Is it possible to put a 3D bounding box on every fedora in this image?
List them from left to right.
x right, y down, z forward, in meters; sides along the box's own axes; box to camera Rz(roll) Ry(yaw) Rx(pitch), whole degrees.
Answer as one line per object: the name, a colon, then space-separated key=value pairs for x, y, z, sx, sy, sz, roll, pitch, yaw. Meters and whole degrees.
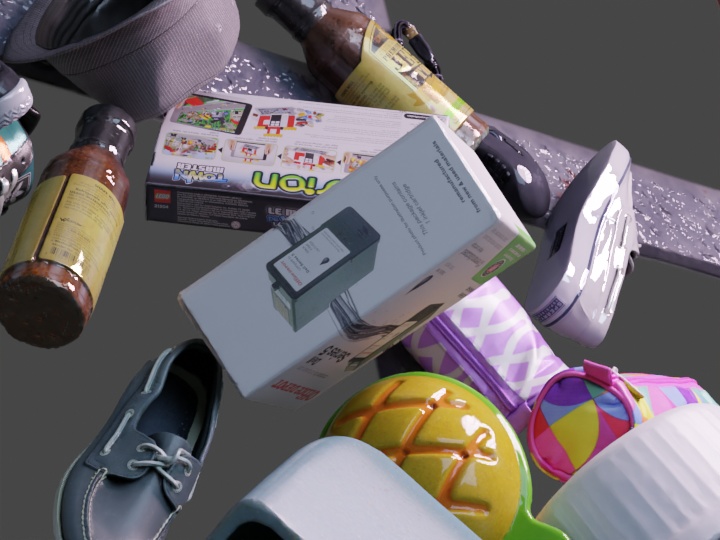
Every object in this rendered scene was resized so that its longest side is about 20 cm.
fedora: x=-0.149 y=-0.165 z=1.838 sx=0.091 sy=0.176 sz=0.200 roll=59 pitch=24 yaw=-25

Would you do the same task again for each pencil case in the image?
pencil case: x=0.059 y=0.028 z=1.860 sx=0.200 sy=0.084 sz=0.085 roll=46 pitch=8 yaw=8
pencil case: x=0.188 y=0.109 z=1.849 sx=0.089 sy=0.088 sz=0.200 roll=56 pitch=18 yaw=19

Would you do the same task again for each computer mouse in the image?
computer mouse: x=0.087 y=-0.122 z=2.077 sx=0.058 sy=0.034 sz=0.200 roll=-17 pitch=65 yaw=-48

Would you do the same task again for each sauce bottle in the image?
sauce bottle: x=-0.184 y=-0.034 z=1.725 sx=0.066 sy=0.066 sz=0.200 roll=32 pitch=39 yaw=-13
sauce bottle: x=0.006 y=-0.149 z=2.008 sx=0.200 sy=0.065 sz=0.065 roll=42 pitch=37 yaw=-1

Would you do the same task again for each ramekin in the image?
ramekin: x=0.197 y=0.179 z=1.746 sx=0.200 sy=0.201 sz=0.098 roll=-11 pitch=53 yaw=-46

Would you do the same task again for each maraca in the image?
maraca: x=0.049 y=0.151 z=1.698 sx=0.200 sy=0.137 sz=0.107 roll=55 pitch=0 yaw=29

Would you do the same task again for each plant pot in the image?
plant pot: x=-0.014 y=0.211 z=1.538 sx=0.196 sy=0.197 sz=0.200 roll=40 pitch=27 yaw=-1

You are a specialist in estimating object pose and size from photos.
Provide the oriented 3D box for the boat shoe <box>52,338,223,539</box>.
boat shoe: x=-0.131 y=0.115 z=1.625 sx=0.073 sy=0.062 sz=0.200 roll=34 pitch=37 yaw=-9

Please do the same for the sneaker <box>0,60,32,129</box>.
sneaker: x=-0.286 y=-0.150 z=1.644 sx=0.075 sy=0.114 sz=0.199 roll=-38 pitch=40 yaw=-29

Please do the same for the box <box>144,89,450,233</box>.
box: x=-0.042 y=-0.071 z=1.835 sx=0.199 sy=0.035 sz=0.110 roll=7 pitch=42 yaw=4

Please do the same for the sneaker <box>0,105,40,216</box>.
sneaker: x=-0.245 y=-0.058 z=1.689 sx=0.080 sy=0.071 sz=0.201 roll=25 pitch=40 yaw=-17

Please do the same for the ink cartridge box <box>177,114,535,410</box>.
ink cartridge box: x=0.000 y=0.000 z=1.706 sx=0.084 sy=0.200 sz=0.145 roll=57 pitch=7 yaw=12

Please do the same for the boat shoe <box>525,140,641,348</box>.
boat shoe: x=0.179 y=-0.017 z=2.034 sx=0.065 sy=0.074 sz=0.200 roll=37 pitch=47 yaw=-13
